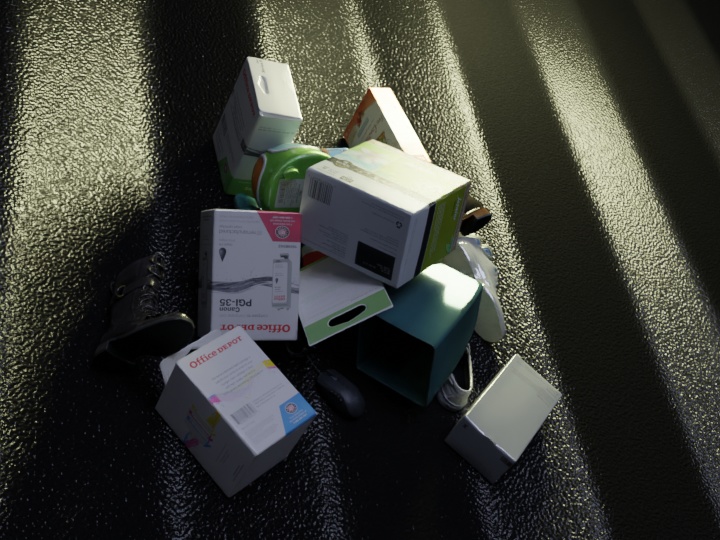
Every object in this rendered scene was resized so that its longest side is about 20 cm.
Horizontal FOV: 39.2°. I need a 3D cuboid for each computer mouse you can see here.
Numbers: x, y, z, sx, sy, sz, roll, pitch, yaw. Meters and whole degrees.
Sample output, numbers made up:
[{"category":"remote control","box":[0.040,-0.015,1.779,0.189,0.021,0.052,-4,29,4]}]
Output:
[{"category":"computer mouse","box":[-0.062,0.155,1.620,0.200,0.034,0.058,47,46,14]}]

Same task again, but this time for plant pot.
[{"category":"plant pot","box":[0.110,0.089,1.659,0.141,0.142,0.200,28,46,24]}]

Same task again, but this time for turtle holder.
[{"category":"turtle holder","box":[-0.098,-0.157,1.702,0.185,0.142,0.132,-32,41,-19]}]

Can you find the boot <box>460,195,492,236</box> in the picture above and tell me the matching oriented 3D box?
[{"category":"boot","box":[0.148,-0.109,1.847,0.199,0.075,0.097,-11,60,-48]}]

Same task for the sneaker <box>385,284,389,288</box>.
[{"category":"sneaker","box":[0.095,0.043,1.791,0.066,0.091,0.200,37,15,27]}]

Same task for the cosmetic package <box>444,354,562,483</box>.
[{"category":"cosmetic package","box":[0.240,0.245,1.688,0.113,0.081,0.200,42,45,9]}]

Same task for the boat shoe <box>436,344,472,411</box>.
[{"category":"boat shoe","box":[0.158,0.141,1.738,0.071,0.066,0.201,16,46,-17]}]

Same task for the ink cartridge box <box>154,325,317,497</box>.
[{"category":"ink cartridge box","box":[-0.188,0.191,1.447,0.200,0.125,0.128,47,45,15]}]

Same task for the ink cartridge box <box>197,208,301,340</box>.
[{"category":"ink cartridge box","box":[-0.171,0.009,1.564,0.145,0.083,0.202,1,91,-23]}]

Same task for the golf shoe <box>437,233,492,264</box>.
[{"category":"golf shoe","box":[0.153,-0.050,1.901,0.199,0.078,0.097,31,49,-2]}]

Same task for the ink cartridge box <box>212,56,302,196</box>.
[{"category":"ink cartridge box","box":[-0.184,-0.250,1.781,0.083,0.200,0.146,4,51,-27]}]

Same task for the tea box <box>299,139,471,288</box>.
[{"category":"tea box","box":[0.037,-0.096,1.612,0.199,0.134,0.196,25,31,23]}]

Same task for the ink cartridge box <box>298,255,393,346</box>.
[{"category":"ink cartridge box","box":[-0.031,0.045,1.593,0.145,0.048,0.200,-26,37,0]}]

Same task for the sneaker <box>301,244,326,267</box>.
[{"category":"sneaker","box":[0.000,0.000,1.718,0.198,0.071,0.113,-8,66,8]}]

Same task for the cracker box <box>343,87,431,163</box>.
[{"category":"cracker box","box":[0.048,-0.236,1.954,0.057,0.134,0.201,-6,55,-34]}]

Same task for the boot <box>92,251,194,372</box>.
[{"category":"boot","box":[-0.311,0.045,1.469,0.069,0.199,0.175,43,40,-39]}]

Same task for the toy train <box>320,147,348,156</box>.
[{"category":"toy train","box":[-0.052,-0.134,1.830,0.113,0.087,0.201,-6,55,-20]}]

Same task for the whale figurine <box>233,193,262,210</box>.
[{"category":"whale figurine","box":[-0.187,-0.064,1.687,0.158,0.104,0.201,23,43,-11]}]

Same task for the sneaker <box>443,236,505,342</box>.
[{"category":"sneaker","box":[0.227,0.029,1.847,0.088,0.075,0.201,-17,83,-46]}]
